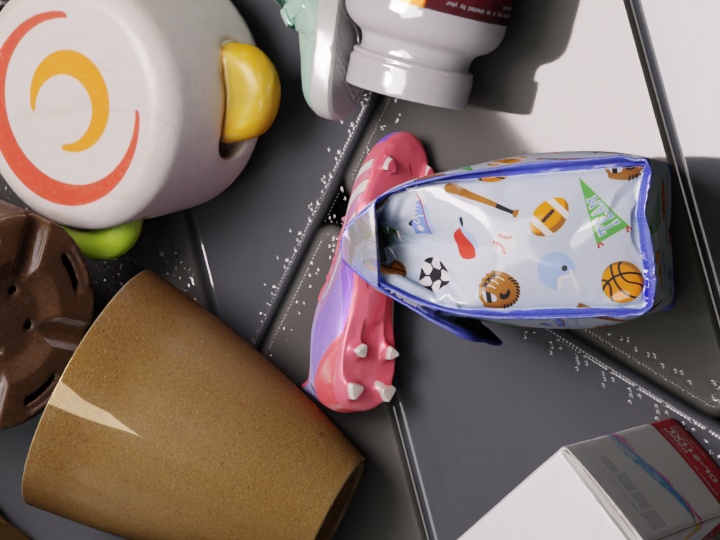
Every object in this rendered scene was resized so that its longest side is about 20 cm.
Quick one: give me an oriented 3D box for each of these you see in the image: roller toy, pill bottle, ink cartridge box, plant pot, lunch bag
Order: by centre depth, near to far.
[{"bbox_3d":[0.142,0.176,1.565,0.146,0.200,0.083,-44,73,21],"label":"ink cartridge box"},{"bbox_3d":[0.098,-0.013,1.580,0.200,0.170,0.124,-1,89,11],"label":"lunch bag"},{"bbox_3d":[0.054,-0.214,1.648,0.113,0.113,0.200,17,99,25],"label":"pill bottle"},{"bbox_3d":[-0.106,0.128,1.717,0.200,0.186,0.187,28,104,9],"label":"plant pot"},{"bbox_3d":[-0.306,0.016,1.718,0.198,0.200,0.201,14,98,40],"label":"plant pot"},{"bbox_3d":[-0.166,-0.128,1.747,0.200,0.140,0.183,-45,74,32],"label":"roller toy"}]

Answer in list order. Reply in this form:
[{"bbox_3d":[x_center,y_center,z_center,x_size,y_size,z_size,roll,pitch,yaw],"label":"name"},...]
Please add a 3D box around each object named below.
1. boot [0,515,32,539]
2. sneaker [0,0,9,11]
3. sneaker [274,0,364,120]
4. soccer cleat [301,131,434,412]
[{"bbox_3d":[-0.331,0.242,1.880,0.200,0.073,0.156,39,105,15],"label":"boot"},{"bbox_3d":[-0.336,-0.204,1.869,0.200,0.081,0.084,-36,70,24],"label":"sneaker"},{"bbox_3d":[-0.055,-0.195,1.719,0.118,0.074,0.201,-7,74,21],"label":"sneaker"},{"bbox_3d":[0.000,0.000,1.713,0.076,0.067,0.200,10,92,51],"label":"soccer cleat"}]
